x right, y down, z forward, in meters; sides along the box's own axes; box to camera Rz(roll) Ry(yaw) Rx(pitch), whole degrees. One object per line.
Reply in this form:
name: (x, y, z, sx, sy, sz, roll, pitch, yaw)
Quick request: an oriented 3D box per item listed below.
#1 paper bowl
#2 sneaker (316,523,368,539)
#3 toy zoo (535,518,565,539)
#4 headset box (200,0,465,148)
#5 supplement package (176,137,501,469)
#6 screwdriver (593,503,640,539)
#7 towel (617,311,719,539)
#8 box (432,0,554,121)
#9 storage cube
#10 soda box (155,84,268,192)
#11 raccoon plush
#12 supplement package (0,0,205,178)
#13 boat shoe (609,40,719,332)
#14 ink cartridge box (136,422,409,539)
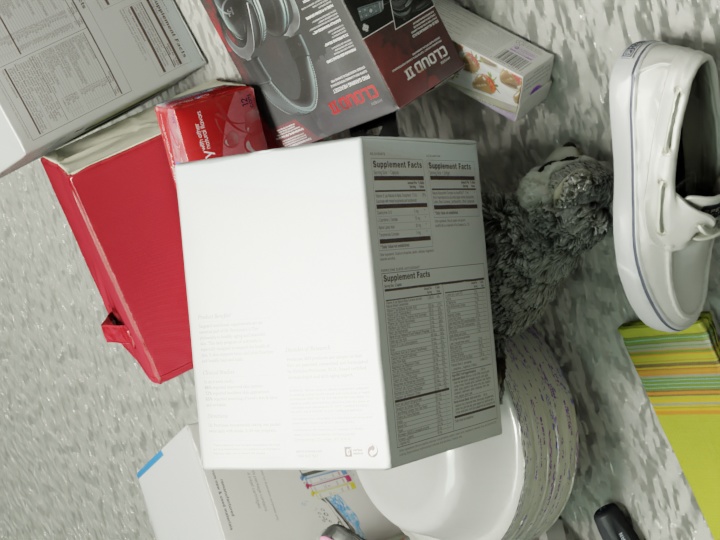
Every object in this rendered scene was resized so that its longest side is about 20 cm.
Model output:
paper bowl: (0.066, 0.127, 1.137, 0.200, 0.104, 0.202, 15, 109, 50)
sneaker: (0.059, 0.254, 1.181, 0.199, 0.096, 0.079, 29, 152, 10)
toy zoo: (0.137, 0.298, 1.233, 0.020, 0.132, 0.200, 12, 145, -16)
headset box: (-0.029, -0.180, 1.013, 0.148, 0.077, 0.201, -12, 108, 54)
supplement package: (-0.012, 0.021, 0.964, 0.151, 0.150, 0.202, -5, 90, 33)
screwdriver: (0.240, 0.278, 1.164, 0.028, 0.029, 0.201, -22, 95, 53)
towel: (0.257, 0.121, 1.045, 0.086, 0.018, 0.201, -8, 112, 56)
box: (0.047, -0.172, 1.033, 0.199, 0.041, 0.039, 32, 138, 27)
storage cube: (-0.142, -0.039, 1.188, 0.181, 0.199, 0.171, 69, 166, -16)
soda box: (-0.093, -0.034, 1.077, 0.070, 0.063, 0.201, -159, 53, -68)
raccoon plush: (0.132, 0.013, 1.010, 0.134, 0.096, 0.202, -5, 90, 50)
supplement package: (-0.274, -0.185, 1.246, 0.151, 0.200, 0.151, -19, 102, 52)
boat shoe: (0.208, -0.048, 0.928, 0.065, 0.072, 0.201, 16, 120, 46)
ink cartridge box: (-0.069, 0.203, 1.289, 0.147, 0.199, 0.145, -44, 62, 54)
